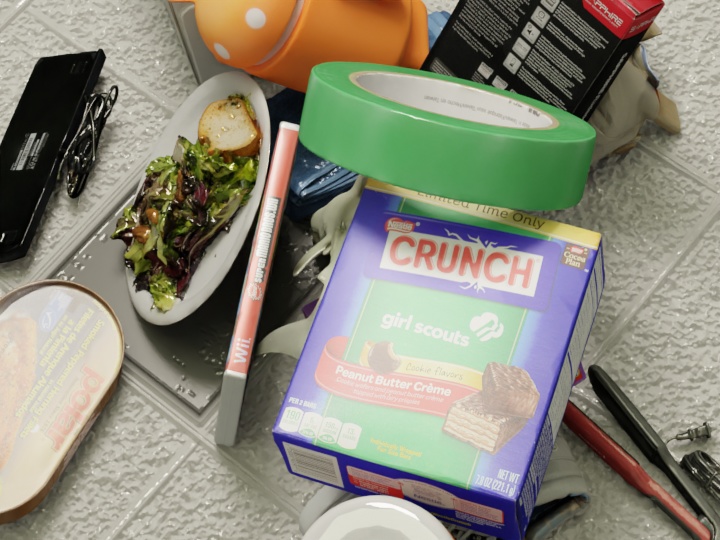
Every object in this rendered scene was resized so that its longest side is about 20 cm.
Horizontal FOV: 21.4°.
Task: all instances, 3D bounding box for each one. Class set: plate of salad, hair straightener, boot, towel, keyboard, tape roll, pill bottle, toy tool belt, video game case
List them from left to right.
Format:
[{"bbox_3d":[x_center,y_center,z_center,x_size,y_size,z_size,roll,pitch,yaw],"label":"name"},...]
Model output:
[{"bbox_3d":[-0.252,-0.088,1.550,0.103,0.040,0.202,-1,60,35],"label":"keyboard"},{"bbox_3d":[-0.133,-0.058,1.438,0.048,0.199,0.202,19,57,-33],"label":"plate of salad"},{"bbox_3d":[-0.076,0.012,1.396,0.017,0.143,0.202,12,65,-2],"label":"video game case"},{"bbox_3d":[0.007,-0.130,1.519,0.199,0.049,0.112,-30,61,-8],"label":"towel"},{"bbox_3d":[0.027,0.219,1.231,0.111,0.200,0.113,-4,71,12],"label":"pill bottle"},{"bbox_3d":[0.059,-0.093,1.297,0.199,0.200,0.049,17,105,16],"label":"tape roll"},{"bbox_3d":[0.062,0.166,1.333,0.198,0.074,0.096,-26,54,-7],"label":"boot"},{"bbox_3d":[0.168,-0.182,1.482,0.122,0.125,0.201,-19,76,-41],"label":"toy tool belt"},{"bbox_3d":[0.229,0.135,1.346,0.077,0.041,0.200,-41,64,-14],"label":"hair straightener"}]

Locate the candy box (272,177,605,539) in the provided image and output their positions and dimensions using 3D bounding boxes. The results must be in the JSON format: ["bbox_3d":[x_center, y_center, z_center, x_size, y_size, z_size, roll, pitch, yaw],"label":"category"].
[{"bbox_3d":[0.056,0.054,1.255,0.167,0.077,0.202,14,64,14],"label":"candy box"}]

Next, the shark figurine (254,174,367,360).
[{"bbox_3d":[0.006,0.001,1.372,0.089,0.128,0.215,35,29,-13],"label":"shark figurine"}]

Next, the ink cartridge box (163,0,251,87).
[{"bbox_3d":[-0.108,-0.283,1.563,0.145,0.146,0.201,-21,60,-4],"label":"ink cartridge box"}]

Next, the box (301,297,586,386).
[{"bbox_3d":[0.055,0.051,1.371,0.136,0.039,0.200,-30,35,-8],"label":"box"}]

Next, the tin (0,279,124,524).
[{"bbox_3d":[-0.253,0.099,1.422,0.111,0.042,0.201,27,63,11],"label":"tin"}]

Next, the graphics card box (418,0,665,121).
[{"bbox_3d":[0.122,-0.157,1.398,0.125,0.201,0.051,43,40,15],"label":"graphics card box"}]

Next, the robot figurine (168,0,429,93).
[{"bbox_3d":[-0.042,-0.193,1.434,0.144,0.199,0.118,32,102,55],"label":"robot figurine"}]
